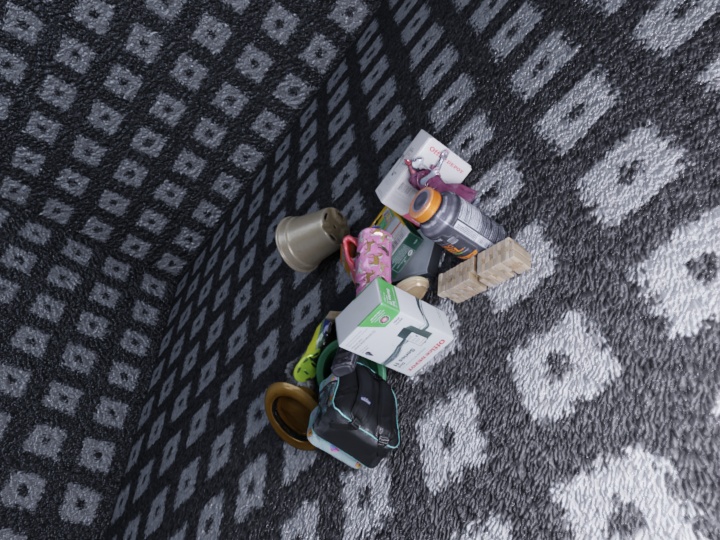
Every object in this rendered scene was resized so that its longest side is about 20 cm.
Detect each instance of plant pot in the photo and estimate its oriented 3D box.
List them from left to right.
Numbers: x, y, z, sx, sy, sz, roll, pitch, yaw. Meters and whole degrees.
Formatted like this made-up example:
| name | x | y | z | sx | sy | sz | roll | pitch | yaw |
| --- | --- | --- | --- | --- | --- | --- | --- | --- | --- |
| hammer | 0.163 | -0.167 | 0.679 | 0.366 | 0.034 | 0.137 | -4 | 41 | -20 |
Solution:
| name | x | y | z | sx | sy | sz | roll | pitch | yaw |
| --- | --- | --- | --- | --- | --- | --- | --- | --- | --- |
| plant pot | -0.141 | -0.112 | 1.809 | 0.183 | 0.200 | 0.201 | -21 | 45 | 37 |

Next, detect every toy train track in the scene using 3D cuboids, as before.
| name | x | y | z | sx | sy | sz | roll | pitch | yaw |
| --- | --- | --- | --- | --- | --- | --- | --- | --- | --- |
| toy train track | -0.010 | 0.120 | 1.350 | 0.200 | 0.033 | 0.115 | -1 | 49 | 49 |

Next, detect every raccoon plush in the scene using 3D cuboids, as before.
| name | x | y | z | sx | sy | sz | roll | pitch | yaw |
| --- | --- | --- | --- | --- | --- | --- | --- | --- | --- |
| raccoon plush | -0.126 | 0.259 | 1.499 | 0.134 | 0.097 | 0.200 | -6 | 59 | 52 |

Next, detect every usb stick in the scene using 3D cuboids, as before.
| name | x | y | z | sx | sy | sz | roll | pitch | yaw |
| --- | --- | --- | --- | --- | --- | --- | --- | --- | --- |
| usb stick | -0.020 | 0.159 | 1.194 | 0.055 | 0.033 | 0.200 | -18 | 20 | 18 |

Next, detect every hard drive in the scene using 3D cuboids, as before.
| name | x | y | z | sx | sy | sz | roll | pitch | yaw |
| --- | --- | --- | --- | --- | --- | --- | --- | --- | --- |
| hard drive | -0.033 | 0.123 | 1.514 | 0.200 | 0.042 | 0.135 | -23 | 45 | 52 |
| hard drive | 0.128 | -0.035 | 1.392 | 0.200 | 0.033 | 0.140 | -18 | 49 | 55 |

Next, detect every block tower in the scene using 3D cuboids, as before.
| name | x | y | z | sx | sy | sz | roll | pitch | yaw |
| --- | --- | --- | --- | --- | --- | --- | --- | --- | --- |
| block tower | 0.245 | 0.003 | 1.118 | 0.200 | 0.058 | 0.054 | -31 | 39 | 43 |

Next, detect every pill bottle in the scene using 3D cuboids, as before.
| name | x | y | z | sx | sy | sz | roll | pitch | yaw |
| --- | --- | --- | --- | --- | --- | --- | --- | --- | --- |
| pill bottle | 0.195 | -0.093 | 1.137 | 0.106 | 0.200 | 0.106 | -43 | 31 | 33 |

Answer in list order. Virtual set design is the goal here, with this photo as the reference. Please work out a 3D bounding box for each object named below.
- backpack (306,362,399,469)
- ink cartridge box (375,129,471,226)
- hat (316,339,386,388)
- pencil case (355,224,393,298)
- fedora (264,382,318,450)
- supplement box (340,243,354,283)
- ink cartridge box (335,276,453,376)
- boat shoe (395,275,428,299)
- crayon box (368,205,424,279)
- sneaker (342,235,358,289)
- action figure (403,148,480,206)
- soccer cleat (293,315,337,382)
| name | x | y | z | sx | sy | sz | roll | pitch | yaw |
| --- | --- | --- | --- | --- | --- | --- | --- | --- | --- |
| backpack | -0.013 | 0.294 | 1.158 | 0.153 | 0.176 | 0.200 | -49 | 16 | 31 |
| ink cartridge box | 0.157 | -0.229 | 1.401 | 0.200 | 0.146 | 0.083 | -52 | 26 | 18 |
| hat | -0.005 | 0.244 | 1.366 | 0.200 | 0.176 | 0.166 | 21 | 91 | 22 |
| pencil case | 0.033 | -0.004 | 1.301 | 0.087 | 0.083 | 0.200 | -42 | 38 | 52 |
| fedora | -0.147 | 0.353 | 1.395 | 0.201 | 0.201 | 0.082 | -40 | -4 | 37 |
| supplement box | -0.002 | -0.015 | 1.547 | 0.200 | 0.066 | 0.069 | -124 | 32 | -60 |
| ink cartridge box | 0.071 | 0.121 | 1.152 | 0.147 | 0.200 | 0.083 | -48 | 32 | 27 |
| boat shoe | 0.096 | 0.088 | 1.295 | 0.200 | 0.071 | 0.065 | -52 | 30 | 41 |
| crayon box | 0.079 | -0.080 | 1.428 | 0.126 | 0.052 | 0.200 | -53 | 28 | 16 |
| sneaker | 0.000 | 0.000 | 1.395 | 0.074 | 0.087 | 0.200 | -28 | 73 | 6 |
| action figure | 0.175 | -0.192 | 1.307 | 0.134 | 0.200 | 0.149 | -33 | -21 | -50 |
| soccer cleat | -0.108 | 0.200 | 1.443 | 0.200 | 0.065 | 0.084 | -56 | 23 | -10 |
